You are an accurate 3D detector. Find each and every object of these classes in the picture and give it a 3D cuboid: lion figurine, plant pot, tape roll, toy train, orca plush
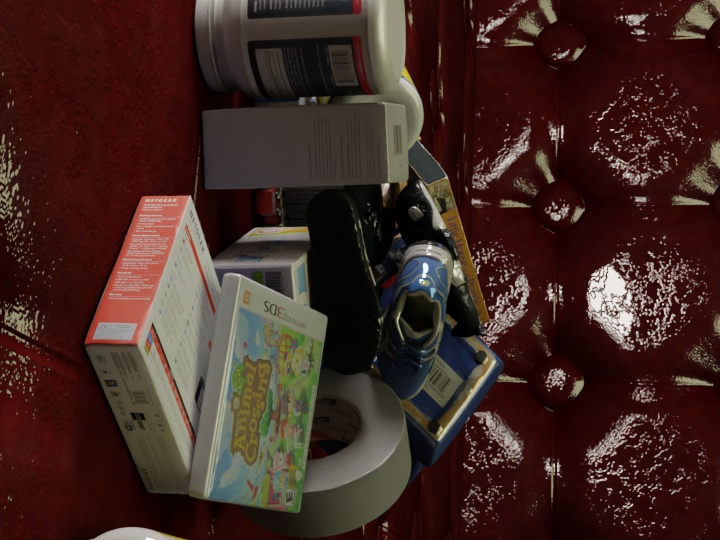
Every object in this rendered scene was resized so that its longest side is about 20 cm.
[{"bbox_3d":[0.041,-0.108,1.616,0.200,0.072,0.124,-37,134,-58],"label":"lion figurine"},{"bbox_3d":[0.046,0.136,1.519,0.200,0.200,0.180,-48,-176,-30],"label":"plant pot"},{"bbox_3d":[-0.045,0.194,1.342,0.201,0.197,0.067,-73,159,-54],"label":"tape roll"},{"bbox_3d":[-0.107,-0.081,1.457,0.046,0.034,0.203,-35,125,-61],"label":"toy train"},{"bbox_3d":[0.074,0.001,1.406,0.105,0.070,0.202,55,-10,55],"label":"orca plush"}]

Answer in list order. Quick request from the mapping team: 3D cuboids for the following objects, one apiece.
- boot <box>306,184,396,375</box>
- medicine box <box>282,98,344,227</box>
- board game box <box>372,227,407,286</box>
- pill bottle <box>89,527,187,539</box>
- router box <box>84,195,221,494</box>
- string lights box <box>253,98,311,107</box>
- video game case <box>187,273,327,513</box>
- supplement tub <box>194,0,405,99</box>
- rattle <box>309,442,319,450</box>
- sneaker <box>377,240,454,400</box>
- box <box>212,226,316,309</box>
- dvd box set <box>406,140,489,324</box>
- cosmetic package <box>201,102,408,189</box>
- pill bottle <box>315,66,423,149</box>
[{"bbox_3d":[0.000,0.000,1.363,0.168,0.075,0.203,-25,107,-72],"label":"boot"},{"bbox_3d":[-0.039,-0.139,1.609,0.183,0.101,0.202,-70,157,-58],"label":"medicine box"},{"bbox_3d":[0.021,-0.009,1.627,0.199,0.135,0.035,-37,97,-33],"label":"board game box"},{"bbox_3d":[-0.168,0.263,0.969,0.200,0.111,0.114,55,36,-69],"label":"pill bottle"},{"bbox_3d":[-0.171,0.068,1.107,0.181,0.048,0.202,-78,163,-45],"label":"router box"},{"bbox_3d":[-0.097,-0.286,1.439,0.103,0.058,0.202,-72,159,-57],"label":"string lights box"},{"bbox_3d":[-0.092,0.122,1.176,0.182,0.022,0.203,29,66,-61],"label":"video game case"},{"bbox_3d":[-0.059,-0.250,1.282,0.140,0.197,0.143,0,90,-78],"label":"supplement tub"},{"bbox_3d":[-0.049,0.131,1.620,0.130,0.141,0.203,13,-81,57],"label":"rattle"},{"bbox_3d":[0.051,0.066,1.342,0.077,0.075,0.202,-72,172,-54],"label":"sneaker"},{"bbox_3d":[-0.092,0.025,1.353,0.200,0.100,0.114,-51,138,-72],"label":"box"},{"bbox_3d":[0.099,-0.048,1.504,0.147,0.029,0.202,-120,-170,-63],"label":"dvd box set"},{"bbox_3d":[-0.056,-0.130,1.293,0.108,0.197,0.086,-23,110,-74],"label":"cosmetic package"},{"bbox_3d":[0.001,-0.215,1.432,0.201,0.110,0.113,-108,-173,-54],"label":"pill bottle"}]
